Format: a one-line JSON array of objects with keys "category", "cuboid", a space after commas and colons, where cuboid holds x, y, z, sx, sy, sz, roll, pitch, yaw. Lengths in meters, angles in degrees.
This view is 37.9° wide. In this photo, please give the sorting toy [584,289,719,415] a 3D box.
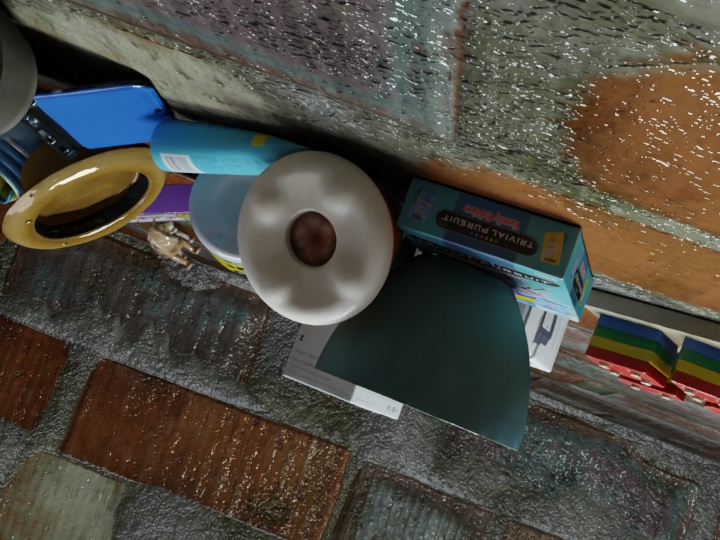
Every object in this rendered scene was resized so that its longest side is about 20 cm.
[{"category": "sorting toy", "cuboid": [0.348, 0.102, 1.102, 0.197, 0.070, 0.200, 17, 172, 35]}]

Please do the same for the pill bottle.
[{"category": "pill bottle", "cuboid": [-0.119, -0.055, 1.139, 0.113, 0.115, 0.200, 21, 174, 1]}]

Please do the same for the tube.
[{"category": "tube", "cuboid": [-0.108, -0.109, 0.968, 0.198, 0.051, 0.077, 10, -179, 34]}]

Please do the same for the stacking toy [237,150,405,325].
[{"category": "stacking toy", "cuboid": [-0.010, -0.037, 0.958, 0.145, 0.148, 0.200, 19, -166, 19]}]

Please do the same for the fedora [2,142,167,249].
[{"category": "fedora", "cuboid": [-0.319, -0.103, 1.193, 0.082, 0.199, 0.201, 61, -174, 17]}]

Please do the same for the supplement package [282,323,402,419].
[{"category": "supplement package", "cuboid": [0.008, 0.069, 1.345, 0.120, 0.202, 0.119, 16, 173, 37]}]

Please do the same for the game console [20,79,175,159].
[{"category": "game console", "cuboid": [-0.280, -0.185, 1.013, 0.171, 0.118, 0.200, 52, 175, 5]}]

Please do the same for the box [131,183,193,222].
[{"category": "box", "cuboid": [-0.264, -0.085, 1.348, 0.197, 0.040, 0.137, -3, 180, -13]}]

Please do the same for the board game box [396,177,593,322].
[{"category": "board game box", "cuboid": [0.129, -0.014, 0.956, 0.150, 0.047, 0.200, 19, 174, 19]}]

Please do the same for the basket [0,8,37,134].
[{"category": "basket", "cuboid": [-0.328, -0.168, 0.805, 0.181, 0.136, 0.200, 50, 177, -4]}]

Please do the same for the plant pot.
[{"category": "plant pot", "cuboid": [0.074, 0.064, 0.958, 0.198, 0.136, 0.200, 22, 174, 2]}]

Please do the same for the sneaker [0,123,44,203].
[{"category": "sneaker", "cuboid": [-0.376, -0.127, 1.273, 0.079, 0.132, 0.200, 26, 177, 37]}]

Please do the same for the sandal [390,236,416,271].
[{"category": "sandal", "cuboid": [0.024, -0.016, 1.154, 0.045, 0.076, 0.200, 8, 170, 30]}]

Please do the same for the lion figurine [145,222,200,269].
[{"category": "lion figurine", "cuboid": [-0.405, -0.065, 2.205, 0.122, 0.073, 0.200, 31, 175, -19]}]

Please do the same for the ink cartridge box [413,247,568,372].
[{"category": "ink cartridge box", "cuboid": [0.146, 0.041, 1.191, 0.143, 0.085, 0.200, 18, 173, 23]}]
